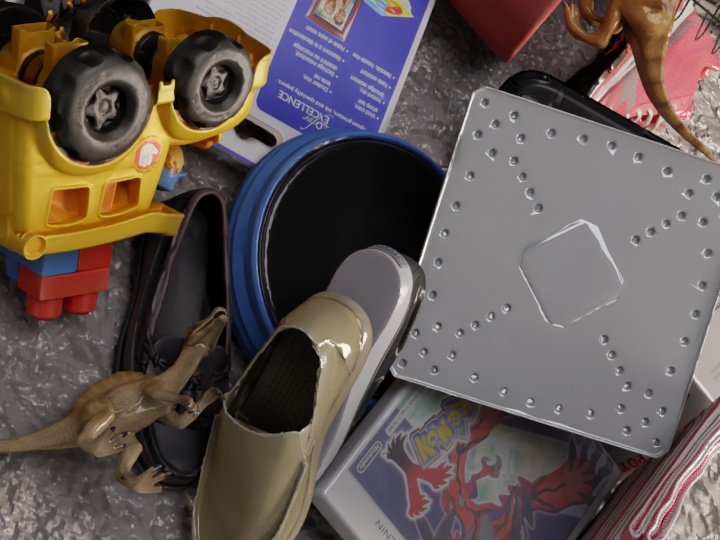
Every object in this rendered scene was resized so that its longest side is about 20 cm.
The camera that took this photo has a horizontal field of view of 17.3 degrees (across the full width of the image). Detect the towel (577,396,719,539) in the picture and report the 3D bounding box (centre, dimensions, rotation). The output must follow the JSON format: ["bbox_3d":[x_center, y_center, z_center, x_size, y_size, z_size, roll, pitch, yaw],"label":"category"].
[{"bbox_3d":[0.187,0.167,1.596,0.030,0.200,0.146,41,57,3],"label":"towel"}]

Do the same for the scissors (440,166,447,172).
[{"bbox_3d":[0.102,-0.059,1.708,0.200,0.073,0.014,-8,37,0],"label":"scissors"}]

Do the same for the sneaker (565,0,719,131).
[{"bbox_3d":[0.216,-0.137,1.807,0.087,0.074,0.200,50,55,-9],"label":"sneaker"}]

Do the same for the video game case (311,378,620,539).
[{"bbox_3d":[0.076,0.145,1.611,0.182,0.023,0.200,52,58,-21],"label":"video game case"}]

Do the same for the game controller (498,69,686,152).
[{"bbox_3d":[0.169,-0.067,1.742,0.200,0.104,0.042,28,29,-20],"label":"game controller"}]

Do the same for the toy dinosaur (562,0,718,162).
[{"bbox_3d":[0.206,-0.179,1.724,0.060,0.106,0.200,16,76,-66],"label":"toy dinosaur"}]

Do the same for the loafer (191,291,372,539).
[{"bbox_3d":[-0.061,0.104,1.490,0.068,0.076,0.200,2,112,-63],"label":"loafer"}]

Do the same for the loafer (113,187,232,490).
[{"bbox_3d":[-0.116,0.040,1.539,0.072,0.063,0.200,11,66,-27],"label":"loafer"}]

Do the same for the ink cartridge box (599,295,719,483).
[{"bbox_3d":[0.188,0.044,1.675,0.200,0.147,0.083,49,55,-5],"label":"ink cartridge box"}]

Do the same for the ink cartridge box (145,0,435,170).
[{"bbox_3d":[-0.062,-0.161,1.658,0.197,0.047,0.200,29,71,-21],"label":"ink cartridge box"}]

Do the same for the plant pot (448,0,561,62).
[{"bbox_3d":[0.103,-0.282,1.731,0.177,0.200,0.200,40,56,-2],"label":"plant pot"}]

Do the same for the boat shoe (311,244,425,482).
[{"bbox_3d":[-0.018,0.075,1.540,0.069,0.200,0.057,37,14,24],"label":"boat shoe"}]

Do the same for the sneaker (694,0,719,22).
[{"bbox_3d":[0.316,-0.231,1.897,0.200,0.085,0.077,41,56,-11],"label":"sneaker"}]

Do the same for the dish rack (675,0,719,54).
[{"bbox_3d":[0.303,-0.207,1.797,0.200,0.055,0.153,42,54,15],"label":"dish rack"}]

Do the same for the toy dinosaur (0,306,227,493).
[{"bbox_3d":[-0.157,0.095,1.466,0.200,0.101,0.058,-25,123,-14],"label":"toy dinosaur"}]

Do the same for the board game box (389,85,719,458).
[{"bbox_3d":[0.138,0.002,1.575,0.200,0.026,0.200,18,90,-7],"label":"board game box"}]

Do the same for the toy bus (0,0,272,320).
[{"bbox_3d":[-0.166,-0.070,1.507,0.200,0.136,0.192,-14,117,-39],"label":"toy bus"}]

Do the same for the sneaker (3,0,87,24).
[{"bbox_3d":[-0.199,-0.197,1.574,0.077,0.078,0.200,49,55,-18],"label":"sneaker"}]

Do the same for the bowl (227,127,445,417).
[{"bbox_3d":[0.000,0.000,1.618,0.200,0.039,0.201,4,82,-32],"label":"bowl"}]
